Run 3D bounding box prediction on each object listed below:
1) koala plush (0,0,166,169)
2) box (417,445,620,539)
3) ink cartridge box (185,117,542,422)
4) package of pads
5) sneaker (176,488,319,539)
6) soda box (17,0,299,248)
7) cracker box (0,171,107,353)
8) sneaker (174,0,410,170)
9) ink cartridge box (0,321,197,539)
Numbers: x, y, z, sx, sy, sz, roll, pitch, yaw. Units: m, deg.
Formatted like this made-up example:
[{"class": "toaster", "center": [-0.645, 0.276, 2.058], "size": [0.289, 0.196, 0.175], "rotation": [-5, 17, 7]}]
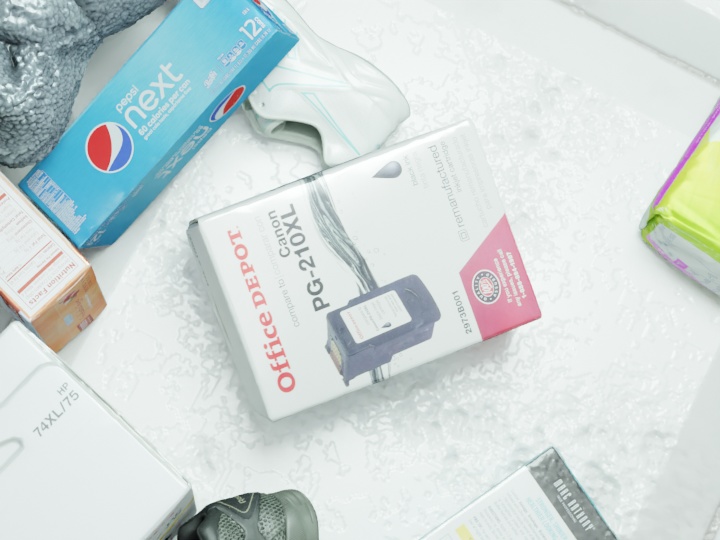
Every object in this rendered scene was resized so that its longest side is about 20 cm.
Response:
[{"class": "koala plush", "center": [-0.196, -0.186, 1.073], "size": [0.200, 0.177, 0.184], "rotation": [-33, 89, -8]}, {"class": "box", "center": [0.070, 0.208, 1.105], "size": [0.200, 0.049, 0.082], "rotation": [-33, 82, -11]}, {"class": "ink cartridge box", "center": [0.000, 0.000, 1.114], "size": [0.199, 0.084, 0.145], "rotation": [-21, 93, -9]}, {"class": "package of pads", "center": [0.315, -0.033, 1.169], "size": [0.200, 0.068, 0.155], "rotation": [34, 77, 4]}, {"class": "sneaker", "center": [-0.084, 0.243, 1.051], "size": [0.114, 0.076, 0.200], "rotation": [0, 86, -28]}, {"class": "soda box", "center": [-0.136, -0.108, 1.116], "size": [0.064, 0.068, 0.200], "rotation": [45, 100, 6]}, {"class": "cracker box", "center": [-0.258, -0.041, 1.090], "size": [0.058, 0.134, 0.200], "rotation": [-43, 85, -12]}, {"class": "sneaker", "center": [-0.064, -0.145, 1.163], "size": [0.200, 0.070, 0.080], "rotation": [37, 80, 3]}, {"class": "ink cartridge box", "center": [-0.202, 0.146, 1.020], "size": [0.146, 0.200, 0.147], "rotation": [42, 78, 5]}]
